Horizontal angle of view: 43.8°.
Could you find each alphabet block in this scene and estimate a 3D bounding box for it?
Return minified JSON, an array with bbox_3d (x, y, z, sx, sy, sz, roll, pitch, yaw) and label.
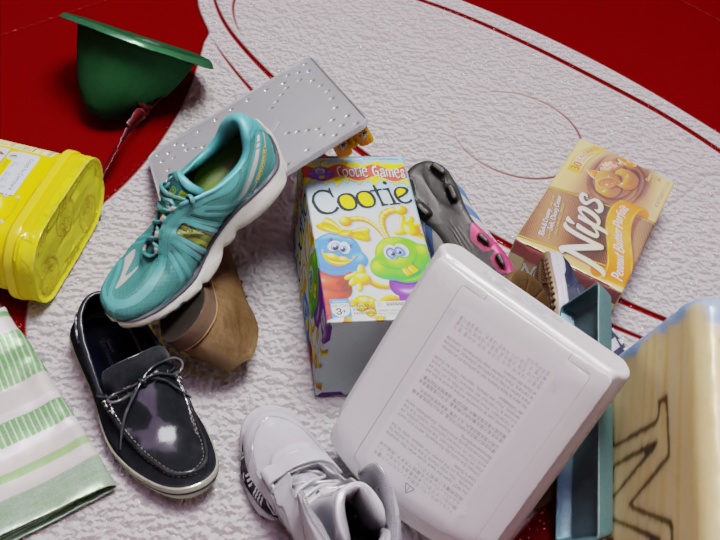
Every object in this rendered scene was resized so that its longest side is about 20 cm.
[{"bbox_3d":[0.287,0.155,0.633,0.194,0.197,0.201,8,67,-3],"label":"alphabet block"}]

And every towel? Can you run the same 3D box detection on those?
[{"bbox_3d":[-0.304,0.124,0.692,0.152,0.023,0.200,-24,56,-30],"label":"towel"}]

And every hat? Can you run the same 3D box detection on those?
[{"bbox_3d":[-0.268,-0.170,0.975,0.165,0.177,0.200,22,11,16],"label":"hat"}]

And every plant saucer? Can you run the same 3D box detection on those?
[{"bbox_3d":[0.179,0.114,0.712,0.019,0.070,0.201,10,68,-12],"label":"plant saucer"}]

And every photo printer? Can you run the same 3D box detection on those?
[{"bbox_3d":[0.079,0.107,0.678,0.166,0.201,0.069,35,19,15],"label":"photo printer"}]

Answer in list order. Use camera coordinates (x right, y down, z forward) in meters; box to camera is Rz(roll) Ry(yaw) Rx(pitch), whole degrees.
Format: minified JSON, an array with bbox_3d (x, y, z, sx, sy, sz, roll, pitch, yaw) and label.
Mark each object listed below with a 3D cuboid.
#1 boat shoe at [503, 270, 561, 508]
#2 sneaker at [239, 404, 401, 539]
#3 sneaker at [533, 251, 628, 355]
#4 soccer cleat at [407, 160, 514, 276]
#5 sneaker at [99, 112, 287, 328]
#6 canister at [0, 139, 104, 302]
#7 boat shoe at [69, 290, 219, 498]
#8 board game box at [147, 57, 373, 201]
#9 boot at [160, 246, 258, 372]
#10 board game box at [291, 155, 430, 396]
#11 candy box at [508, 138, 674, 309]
[{"bbox_3d":[0.130,0.102,0.766,0.073,0.063,0.201,21,60,-36],"label":"boat shoe"},{"bbox_3d":[-0.029,0.159,0.653,0.075,0.115,0.200,-16,53,-25],"label":"sneaker"},{"bbox_3d":[0.222,0.072,0.812,0.108,0.070,0.201,-1,58,-7],"label":"sneaker"},{"bbox_3d":[0.103,-0.016,0.877,0.070,0.086,0.201,-25,75,5],"label":"soccer cleat"},{"bbox_3d":[-0.144,-0.045,0.724,0.077,0.080,0.200,32,79,27],"label":"sneaker"},{"bbox_3d":[-0.355,-0.061,0.809,0.199,0.087,0.149,14,47,3],"label":"canister"},{"bbox_3d":[-0.178,0.095,0.719,0.074,0.062,0.200,-20,56,-29],"label":"boat shoe"},{"bbox_3d":[-0.102,-0.116,0.855,0.199,0.026,0.200,-32,34,0],"label":"board game box"},{"bbox_3d":[-0.135,0.016,0.810,0.075,0.074,0.200,40,21,-32],"label":"boot"},{"bbox_3d":[0.000,0.000,0.813,0.102,0.105,0.201,-1,48,-12],"label":"board game box"},{"bbox_3d":[0.242,-0.047,0.939,0.115,0.055,0.200,28,49,14],"label":"candy box"}]
